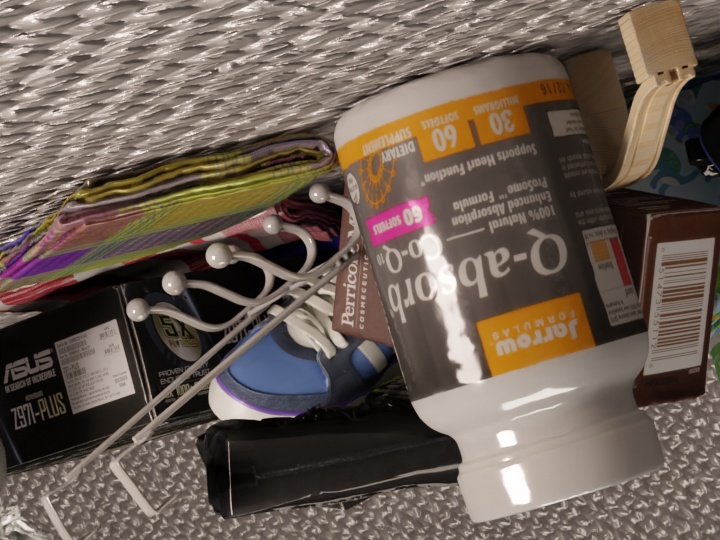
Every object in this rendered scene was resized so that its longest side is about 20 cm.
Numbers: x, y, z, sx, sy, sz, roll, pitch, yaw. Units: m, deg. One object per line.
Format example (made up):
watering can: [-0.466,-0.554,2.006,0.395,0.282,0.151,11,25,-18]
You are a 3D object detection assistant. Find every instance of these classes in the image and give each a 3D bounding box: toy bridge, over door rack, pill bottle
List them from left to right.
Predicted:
over door rack: [-0.093,0.044,1.168,0.200,0.067,0.148,-53,-170,-24]
pill bottle: [0.068,0.008,1.035,0.116,0.200,0.116,-17,175,-1]
toy bridge: [0.115,-0.072,1.074,0.027,0.067,0.200,-15,175,-16]

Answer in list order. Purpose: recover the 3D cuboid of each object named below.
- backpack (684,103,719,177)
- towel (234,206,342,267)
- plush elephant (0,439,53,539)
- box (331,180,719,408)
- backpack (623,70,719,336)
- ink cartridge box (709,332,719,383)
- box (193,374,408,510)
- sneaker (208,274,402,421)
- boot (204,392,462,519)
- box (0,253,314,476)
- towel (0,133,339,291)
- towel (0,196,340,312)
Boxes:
backpack: [0.303,-0.066,1.168,0.200,0.183,0.135,-30,168,-39]
towel: [0.012,-0.017,1.475,0.148,0.050,0.200,-12,174,-38]
plush elephant: [-0.272,0.086,1.202,0.200,0.155,0.165,21,-113,40]
box: [0.083,0.000,1.149,0.200,0.100,0.075,13,-168,42]
backpack: [0.179,-0.034,1.257,0.154,0.163,0.200,-39,169,38]
ink cartridge box: [0.282,-0.022,1.447,0.146,0.200,0.084,-17,172,5]
box: [0.020,0.085,1.375,0.193,0.048,0.200,-23,-172,-24]
sneaker: [0.000,0.000,1.279,0.200,0.081,0.147,-22,137,-39]
boot: [0.013,0.101,1.198,0.200,0.066,0.165,-12,168,-11]
box: [-0.141,0.062,1.381,0.200,0.086,0.164,-20,173,43]
towel: [-0.105,-0.028,1.110,0.143,0.023,0.200,-15,176,-23]
towel: [-0.120,-0.005,1.335,0.200,0.023,0.144,-17,175,14]
